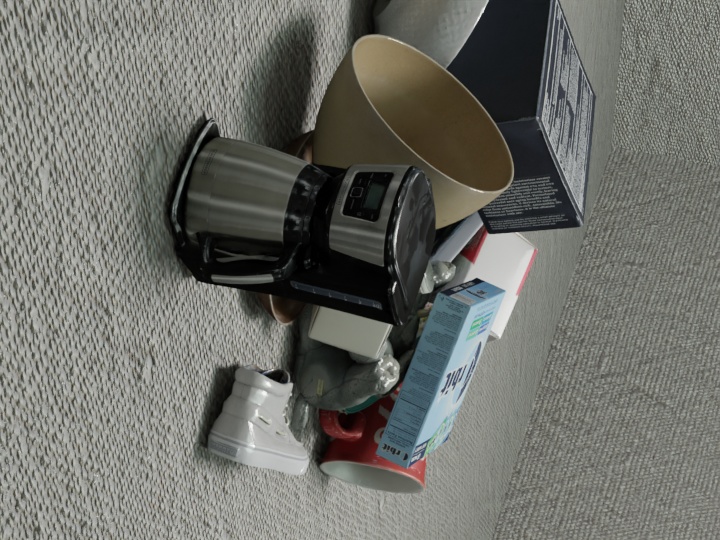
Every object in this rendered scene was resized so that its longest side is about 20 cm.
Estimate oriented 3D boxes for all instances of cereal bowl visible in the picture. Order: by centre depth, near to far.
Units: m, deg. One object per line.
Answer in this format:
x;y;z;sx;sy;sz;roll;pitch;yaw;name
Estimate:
0.072;-0.298;1.743;0.200;0.083;0.200;-56;-164;25;cereal bowl

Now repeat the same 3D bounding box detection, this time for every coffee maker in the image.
-0.040;-0.036;1.352;0.192;0.200;0.135;31;72;-75;coffee maker

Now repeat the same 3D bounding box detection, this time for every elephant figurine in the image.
0.016;0.080;1.789;0.200;0.155;0.142;-24;103;-62;elephant figurine

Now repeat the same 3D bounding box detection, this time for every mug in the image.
0.033;0.157;1.963;0.178;0.133;0.200;72;29;-67;mug

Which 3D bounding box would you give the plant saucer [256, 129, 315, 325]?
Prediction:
-0.068;-0.046;1.582;0.200;0.032;0.200;13;90;-77;plant saucer

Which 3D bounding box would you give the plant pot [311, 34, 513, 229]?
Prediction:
0.030;-0.110;1.536;0.134;0.200;0.200;-45;-176;30;plant pot

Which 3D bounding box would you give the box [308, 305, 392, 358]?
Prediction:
0.000;0.000;1.677;0.200;0.082;0.068;-79;-171;-56;box

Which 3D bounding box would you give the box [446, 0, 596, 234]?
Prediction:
0.180;-0.181;1.794;0.198;0.123;0.200;60;33;-48;box

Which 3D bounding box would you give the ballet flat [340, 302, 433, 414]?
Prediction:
0.035;0.102;1.893;0.200;0.064;0.076;-31;140;-27;ballet flat

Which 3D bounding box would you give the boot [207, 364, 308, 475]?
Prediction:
-0.086;0.146;1.580;0.200;0.073;0.096;33;77;-74;boot

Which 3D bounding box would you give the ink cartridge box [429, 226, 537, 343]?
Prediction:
0.124;0.030;2.073;0.200;0.086;0.148;-27;-146;59;ink cartridge box

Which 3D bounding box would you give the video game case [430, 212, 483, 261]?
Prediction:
0.110;-0.037;1.982;0.200;0.022;0.182;-50;-177;18;video game case

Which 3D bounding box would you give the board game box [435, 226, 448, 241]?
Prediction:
0.062;-0.055;1.889;0.200;0.043;0.199;-51;170;10;board game box

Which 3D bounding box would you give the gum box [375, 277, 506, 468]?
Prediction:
0.095;0.115;1.820;0.200;0.045;0.170;-69;165;11;gum box

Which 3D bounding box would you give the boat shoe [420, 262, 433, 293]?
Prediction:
0.023;-0.045;1.638;0.074;0.065;0.202;67;-1;-49;boat shoe
